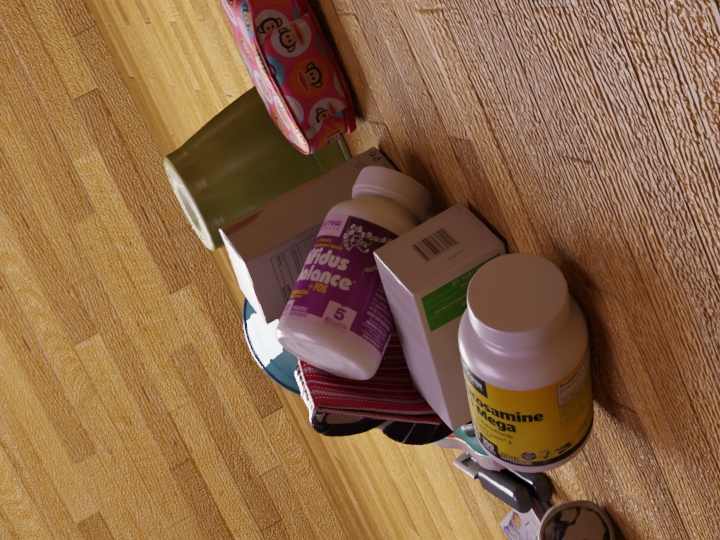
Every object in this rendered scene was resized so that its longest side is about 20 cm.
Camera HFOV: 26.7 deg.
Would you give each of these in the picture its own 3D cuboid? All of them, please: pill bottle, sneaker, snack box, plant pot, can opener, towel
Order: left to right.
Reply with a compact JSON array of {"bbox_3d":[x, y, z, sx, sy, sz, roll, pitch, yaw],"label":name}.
[{"bbox_3d":[-0.131,-0.124,1.862,0.201,0.192,0.201,58,167,21],"label":"plant pot"},{"bbox_3d":[-0.022,0.038,1.802,0.201,0.199,0.188,61,157,5],"label":"plant pot"},{"bbox_3d":[0.000,0.000,1.536,0.112,0.201,0.112,21,164,7],"label":"pill bottle"},{"bbox_3d":[0.002,0.094,1.613,0.200,0.144,0.023,-110,31,-58],"label":"towel"},{"bbox_3d":[0.019,0.123,1.650,0.076,0.199,0.116,-61,38,29],"label":"sneaker"},{"bbox_3d":[0.120,0.164,1.751,0.200,0.071,0.080,17,134,63],"label":"sneaker"},{"bbox_3d":[0.158,0.228,1.762,0.067,0.052,0.200,66,168,-18],"label":"can opener"},{"bbox_3d":[0.144,0.080,1.322,0.113,0.112,0.201,53,166,38],"label":"pill bottle"},{"bbox_3d":[0.207,0.314,1.817,0.072,0.024,0.200,58,168,14],"label":"snack box"}]

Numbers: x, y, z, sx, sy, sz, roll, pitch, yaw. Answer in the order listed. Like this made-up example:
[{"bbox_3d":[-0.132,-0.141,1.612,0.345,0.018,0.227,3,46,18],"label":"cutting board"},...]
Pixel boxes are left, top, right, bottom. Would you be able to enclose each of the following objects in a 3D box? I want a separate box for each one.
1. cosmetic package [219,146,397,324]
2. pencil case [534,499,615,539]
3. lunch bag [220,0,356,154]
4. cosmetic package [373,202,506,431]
[{"bbox_3d":[-0.044,-0.039,1.654,0.071,0.199,0.106,50,162,43],"label":"cosmetic package"},{"bbox_3d":[0.216,0.303,1.600,0.200,0.077,0.090,92,-177,-68],"label":"pencil case"},{"bbox_3d":[-0.088,-0.237,1.688,0.201,0.082,0.176,66,168,-23],"label":"lunch bag"},{"bbox_3d":[0.094,0.047,1.486,0.085,0.107,0.201,47,163,46],"label":"cosmetic package"}]
